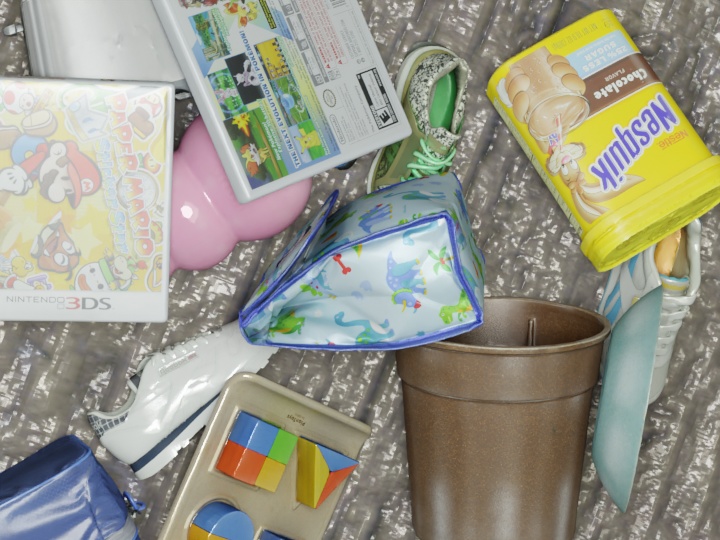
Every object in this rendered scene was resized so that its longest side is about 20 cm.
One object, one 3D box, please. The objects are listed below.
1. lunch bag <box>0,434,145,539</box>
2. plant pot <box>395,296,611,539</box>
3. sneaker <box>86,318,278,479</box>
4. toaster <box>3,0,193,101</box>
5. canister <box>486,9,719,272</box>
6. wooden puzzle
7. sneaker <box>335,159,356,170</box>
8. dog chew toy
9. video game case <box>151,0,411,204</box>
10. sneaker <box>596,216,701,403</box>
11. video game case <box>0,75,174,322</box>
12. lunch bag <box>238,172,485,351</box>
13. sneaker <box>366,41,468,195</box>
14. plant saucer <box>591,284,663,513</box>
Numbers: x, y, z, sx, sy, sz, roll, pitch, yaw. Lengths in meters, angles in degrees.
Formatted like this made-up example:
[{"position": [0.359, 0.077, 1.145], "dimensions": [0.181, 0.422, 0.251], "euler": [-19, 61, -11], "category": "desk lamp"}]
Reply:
[{"position": [-0.274, 0.238, 1.408], "dimensions": [0.199, 0.136, 0.133], "euler": [-27, 101, -14], "category": "lunch bag"}, {"position": [0.123, 0.141, 1.494], "dimensions": [0.199, 0.200, 0.200], "euler": [-3, 102, -16], "category": "plant pot"}, {"position": [-0.148, 0.091, 1.470], "dimensions": [0.200, 0.076, 0.081], "euler": [-44, 94, -11], "category": "sneaker"}, {"position": [-0.198, -0.199, 1.413], "dimensions": [0.198, 0.114, 0.130], "euler": [-17, 96, -11], "category": "toaster"}, {"position": [0.223, -0.121, 1.515], "dimensions": [0.148, 0.087, 0.201], "euler": [-29, 75, -10], "category": "canister"}, {"position": [-0.082, 0.207, 1.467], "dimensions": [0.185, 0.046, 0.201], "euler": [29, 87, -45], "category": "wooden puzzle"}, {"position": [-0.055, -0.181, 1.484], "dimensions": [0.089, 0.078, 0.201], "euler": [-21, 90, -4], "category": "sneaker"}, {"position": [-0.141, -0.059, 1.438], "dimensions": [0.199, 0.125, 0.125], "euler": [-34, 102, -3], "category": "dog chew toy"}, {"position": [-0.066, -0.177, 1.398], "dimensions": [0.182, 0.022, 0.201], "euler": [-24, 92, -33], "category": "video game case"}, {"position": [0.275, 0.033, 1.579], "dimensions": [0.076, 0.081, 0.202], "euler": [6, 93, -18], "category": "sneaker"}, {"position": [-0.245, -0.057, 1.357], "dimensions": [0.180, 0.023, 0.202], "euler": [1, 103, -10], "category": "video game case"}, {"position": [0.000, 0.000, 1.422], "dimensions": [0.198, 0.170, 0.128], "euler": [-18, 102, 10], "category": "lunch bag"}, {"position": [0.058, -0.109, 1.503], "dimensions": [0.076, 0.089, 0.202], "euler": [8, 92, -16], "category": "sneaker"}, {"position": [0.229, 0.108, 1.450], "dimensions": [0.038, 0.201, 0.203], "euler": [10, 91, 8], "category": "plant saucer"}]
